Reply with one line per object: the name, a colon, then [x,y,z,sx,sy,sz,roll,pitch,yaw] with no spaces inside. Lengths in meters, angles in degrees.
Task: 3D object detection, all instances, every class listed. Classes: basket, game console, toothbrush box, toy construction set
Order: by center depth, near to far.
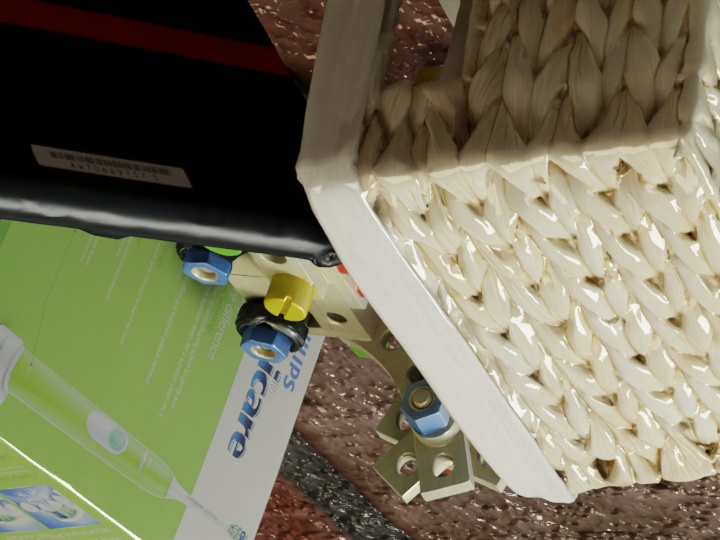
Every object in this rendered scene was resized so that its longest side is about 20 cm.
game console: [-0.106,-0.071,0.770,0.200,0.177,0.031,7,131,-38]
basket: [0.080,-0.030,0.797,0.123,0.136,0.200,-5,144,23]
toy construction set: [0.000,0.000,0.961,0.131,0.092,0.200,4,137,25]
toothbrush box: [-0.120,0.029,1.016,0.086,0.146,0.200,-11,140,43]
